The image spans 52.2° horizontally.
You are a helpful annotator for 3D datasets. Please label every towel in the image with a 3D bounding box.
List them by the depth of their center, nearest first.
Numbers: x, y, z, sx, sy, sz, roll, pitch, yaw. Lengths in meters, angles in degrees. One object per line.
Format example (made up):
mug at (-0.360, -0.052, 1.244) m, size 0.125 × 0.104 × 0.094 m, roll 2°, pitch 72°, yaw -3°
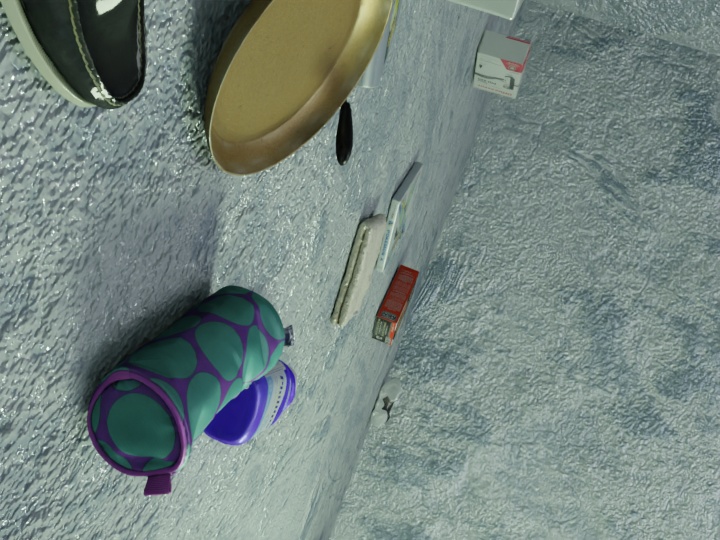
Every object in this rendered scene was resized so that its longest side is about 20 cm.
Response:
towel at (0.000, 0.000, 1.325) m, size 0.133 × 0.034 × 0.202 m, roll -40°, pitch 148°, yaw -74°

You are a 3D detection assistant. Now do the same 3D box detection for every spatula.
spatula at (-0.021, -0.163, 0.692) m, size 0.201 × 0.020 × 0.057 m, roll -100°, pitch -150°, yaw -45°

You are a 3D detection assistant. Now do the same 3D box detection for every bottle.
bottle at (-0.115, 0.136, 0.818) m, size 0.200 × 0.065 × 0.085 m, roll 15°, pitch 93°, yaw -81°

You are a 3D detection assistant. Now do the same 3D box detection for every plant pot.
plant pot at (-0.049, -0.160, 0.557) m, size 0.200 × 0.027 × 0.200 m, roll -46°, pitch 166°, yaw -14°

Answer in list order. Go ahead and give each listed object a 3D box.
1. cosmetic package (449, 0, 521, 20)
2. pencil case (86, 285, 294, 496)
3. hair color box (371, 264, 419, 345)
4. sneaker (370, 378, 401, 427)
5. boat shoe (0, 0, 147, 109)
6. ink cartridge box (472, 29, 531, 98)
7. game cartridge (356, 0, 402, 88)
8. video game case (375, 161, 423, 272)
cosmetic package at (0.153, -0.447, 0.904) m, size 0.165 × 0.163 × 0.202 m, roll -58°, pitch 166°, yaw -53°
pencil case at (-0.126, 0.082, 0.579) m, size 0.200 × 0.084 × 0.094 m, roll -46°, pitch 126°, yaw -68°
hair color box at (0.096, 0.092, 1.999) m, size 0.102 × 0.061 × 0.201 m, roll 100°, pitch 14°, yaw -49°
sneaker at (0.097, 0.515, 2.848) m, size 0.202 × 0.075 × 0.114 m, roll -62°, pitch 170°, yaw -16°
boat shoe at (-0.107, -0.146, 0.296) m, size 0.201 × 0.067 × 0.072 m, roll 101°, pitch 11°, yaw -48°
ink cartridge box at (0.420, -0.615, 2.204) m, size 0.200 × 0.144 × 0.086 m, roll 70°, pitch 40°, yaw -75°
game cartridge at (0.023, -0.286, 0.773) m, size 0.134 × 0.040 × 0.201 m, roll 105°, pitch -1°, yaw -46°
video game case at (0.088, -0.121, 1.633) m, size 0.200 × 0.022 × 0.184 m, roll -58°, pitch 164°, yaw -54°
